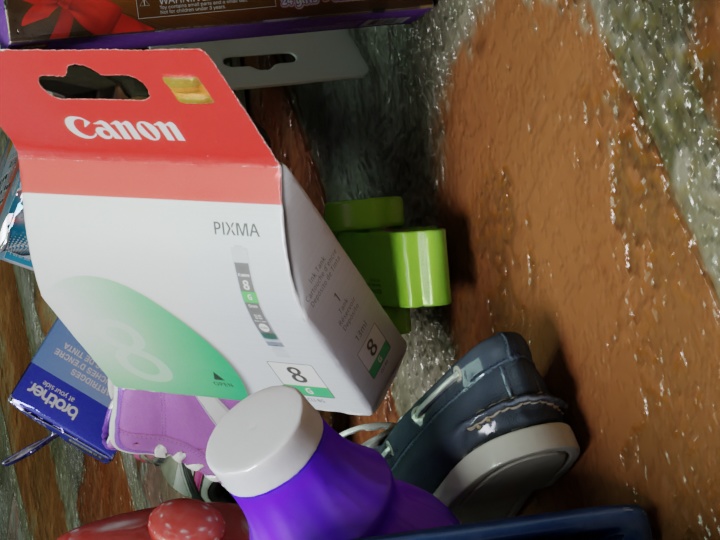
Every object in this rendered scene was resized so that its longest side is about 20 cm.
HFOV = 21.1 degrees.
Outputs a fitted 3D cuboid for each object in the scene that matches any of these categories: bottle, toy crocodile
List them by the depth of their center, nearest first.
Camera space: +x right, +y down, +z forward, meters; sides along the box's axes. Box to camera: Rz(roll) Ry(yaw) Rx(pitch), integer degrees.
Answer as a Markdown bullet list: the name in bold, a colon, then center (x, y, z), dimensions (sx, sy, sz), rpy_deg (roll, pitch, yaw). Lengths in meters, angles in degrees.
- **bottle**: center (0.009, 0.131, 0.802), dimensions (0.200, 0.083, 0.065), rpy_deg (53, -152, -30)
- **toy crocodile**: center (0.000, 0.000, 0.966), dimensions (0.200, 0.062, 0.068), rpy_deg (170, 93, -67)

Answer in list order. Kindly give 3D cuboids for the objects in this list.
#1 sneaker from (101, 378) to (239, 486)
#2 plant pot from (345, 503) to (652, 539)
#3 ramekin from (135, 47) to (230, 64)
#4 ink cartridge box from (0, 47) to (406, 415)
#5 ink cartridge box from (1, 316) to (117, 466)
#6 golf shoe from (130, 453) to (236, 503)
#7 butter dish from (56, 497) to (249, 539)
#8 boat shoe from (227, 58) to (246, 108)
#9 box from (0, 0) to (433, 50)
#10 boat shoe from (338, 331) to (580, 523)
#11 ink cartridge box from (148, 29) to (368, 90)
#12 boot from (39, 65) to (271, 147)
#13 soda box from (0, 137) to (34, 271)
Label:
- **sneaker**: center (-0.080, 0.092, 1.073), dimensions (0.073, 0.114, 0.201), rpy_deg (-103, -5, -53)
- **plant pot**: center (0.047, 0.195, 0.687), dimensions (0.180, 0.199, 0.201), rpy_deg (-140, 45, -71)
- **ramekin**: center (-0.150, -0.186, 1.121), dimensions (0.098, 0.199, 0.201), rpy_deg (103, 153, -60)
- **ink cartridge box**: center (-0.090, -0.015, 0.867), dimensions (0.160, 0.050, 0.200), rpy_deg (4, 145, 35)
- **ink cartridge box**: center (-0.149, 0.043, 1.184), dimensions (0.200, 0.076, 0.136), rpy_deg (-61, 4, -10)
- **golf shoe**: center (-0.070, 0.072, 1.195), dimensions (0.092, 0.073, 0.200), rpy_deg (36, 134, 5)
- **butter dish**: center (-0.102, 0.196, 1.105), dimensions (0.200, 0.199, 0.148), rpy_deg (-122, 32, -51)
- **boat shoe**: center (-0.116, -0.148, 1.232), dimensions (0.075, 0.062, 0.201), rpy_deg (138, 124, -69)
- **box**: center (-0.073, -0.175, 0.882), dimensions (0.039, 0.199, 0.137), rpy_deg (162, 99, -72)
- **boat shoe**: center (0.032, 0.088, 0.867), dimensions (0.200, 0.075, 0.062), rpy_deg (124, 134, -61)
- **ink cartridge box**: center (-0.071, -0.185, 1.003), dimensions (0.068, 0.115, 0.200), rpy_deg (104, 151, -45)
- **boot**: center (-0.086, -0.060, 0.998), dimensions (0.200, 0.146, 0.070), rpy_deg (29, 104, 20)
- **soda box**: center (-0.170, -0.052, 1.112), dimensions (0.200, 0.068, 0.064), rpy_deg (-119, 51, -71)
